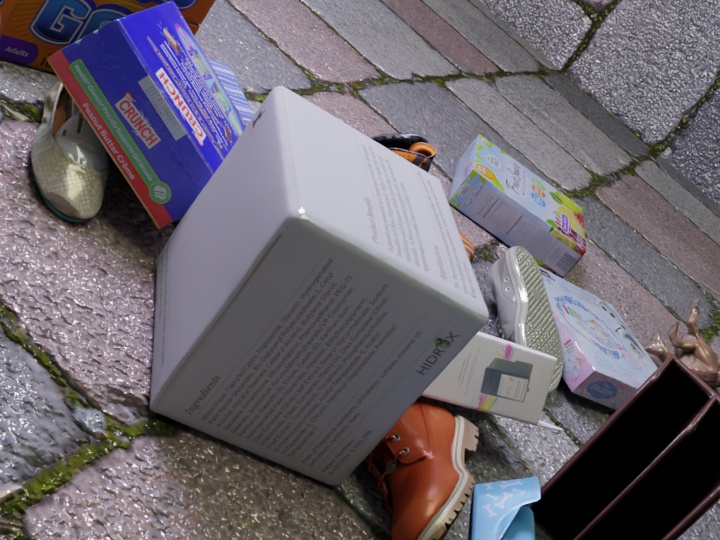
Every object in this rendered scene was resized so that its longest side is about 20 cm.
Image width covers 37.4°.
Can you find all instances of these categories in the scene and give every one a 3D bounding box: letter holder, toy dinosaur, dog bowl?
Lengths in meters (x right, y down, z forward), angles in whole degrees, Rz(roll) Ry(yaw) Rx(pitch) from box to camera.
[{"bbox_3d":[0.208,0.184,0.858,0.101,0.200,0.142,45,25,15],"label":"letter holder"},{"bbox_3d":[0.472,0.129,1.476,0.136,0.086,0.200,50,31,9],"label":"toy dinosaur"},{"bbox_3d":[0.098,0.227,0.751,0.049,0.112,0.200,5,25,6],"label":"dog bowl"}]

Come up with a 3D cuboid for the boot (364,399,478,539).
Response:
[{"bbox_3d":[0.031,0.154,0.834,0.107,0.075,0.200,33,16,-4],"label":"boot"}]

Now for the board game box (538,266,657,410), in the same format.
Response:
[{"bbox_3d":[0.289,0.092,1.314,0.199,0.043,0.200,24,26,-37],"label":"board game box"}]

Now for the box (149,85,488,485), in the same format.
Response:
[{"bbox_3d":[-0.041,0.011,0.817,0.171,0.200,0.200,28,26,-25],"label":"box"}]

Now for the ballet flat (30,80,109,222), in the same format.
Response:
[{"bbox_3d":[-0.249,-0.123,0.929,0.067,0.062,0.201,22,29,-32],"label":"ballet flat"}]

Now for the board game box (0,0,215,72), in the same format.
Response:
[{"bbox_3d":[-0.279,-0.332,1.088,0.199,0.200,0.200,8,38,-49],"label":"board game box"}]

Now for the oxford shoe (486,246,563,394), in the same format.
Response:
[{"bbox_3d":[0.186,0.063,1.227,0.075,0.058,0.201,29,40,-36],"label":"oxford shoe"}]

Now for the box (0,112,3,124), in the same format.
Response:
[{"bbox_3d":[-0.342,-0.063,0.645,0.199,0.104,0.183,26,28,-24],"label":"box"}]

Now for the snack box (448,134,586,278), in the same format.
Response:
[{"bbox_3d":[0.229,-0.094,1.540,0.199,0.068,0.169,33,25,-7],"label":"snack box"}]

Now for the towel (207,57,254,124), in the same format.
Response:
[{"bbox_3d":[-0.177,-0.205,1.224,0.144,0.024,0.201,18,31,-40],"label":"towel"}]

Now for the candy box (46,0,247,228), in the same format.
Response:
[{"bbox_3d":[-0.176,-0.146,0.959,0.170,0.077,0.200,60,11,-14],"label":"candy box"}]

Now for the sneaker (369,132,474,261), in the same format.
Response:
[{"bbox_3d":[0.072,-0.085,1.250,0.199,0.112,0.078,30,25,-18],"label":"sneaker"}]

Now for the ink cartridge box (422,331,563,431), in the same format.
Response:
[{"bbox_3d":[0.095,0.087,0.976,0.199,0.068,0.117,19,-3,-37],"label":"ink cartridge box"}]
